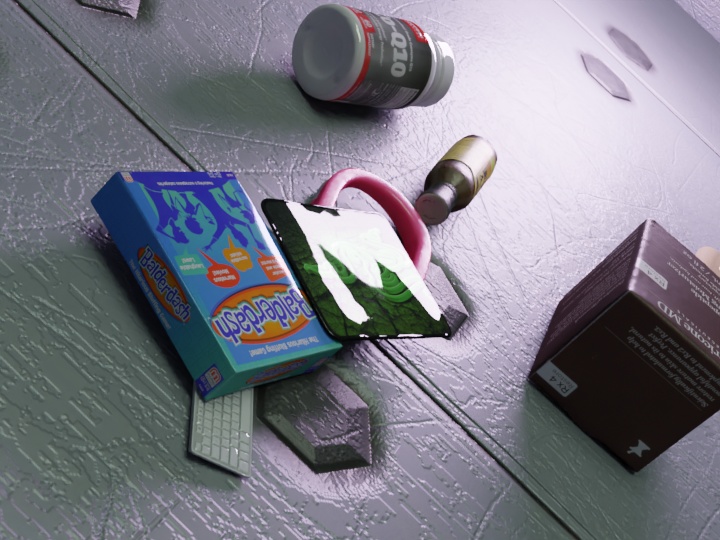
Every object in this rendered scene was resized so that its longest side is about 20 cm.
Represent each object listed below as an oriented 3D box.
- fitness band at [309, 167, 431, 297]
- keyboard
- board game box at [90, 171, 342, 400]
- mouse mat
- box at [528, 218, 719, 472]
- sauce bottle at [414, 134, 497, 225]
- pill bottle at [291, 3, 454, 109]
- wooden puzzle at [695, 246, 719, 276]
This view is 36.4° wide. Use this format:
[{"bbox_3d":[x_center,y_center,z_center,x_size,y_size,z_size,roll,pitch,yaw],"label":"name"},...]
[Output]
[{"bbox_3d":[0.009,-0.034,1.156,0.144,0.037,0.200,37,34,-10],"label":"fitness band"},{"bbox_3d":[-0.112,0.082,0.911,0.056,0.011,0.200,26,36,-25],"label":"keyboard"},{"bbox_3d":[-0.120,0.005,0.939,0.152,0.045,0.200,-9,63,-58],"label":"board game box"},{"bbox_3d":[0.000,0.000,1.061,0.200,0.008,0.161,4,50,-53],"label":"mouse mat"},{"bbox_3d":[0.319,0.080,1.238,0.166,0.164,0.200,41,32,-3],"label":"box"},{"bbox_3d":[0.114,-0.108,1.335,0.065,0.065,0.200,42,34,-1],"label":"sauce bottle"},{"bbox_3d":[0.021,-0.260,1.362,0.200,0.114,0.114,-3,53,-49],"label":"pill bottle"},{"bbox_3d":[0.568,0.064,1.647,0.200,0.046,0.185,41,31,7],"label":"wooden puzzle"}]
